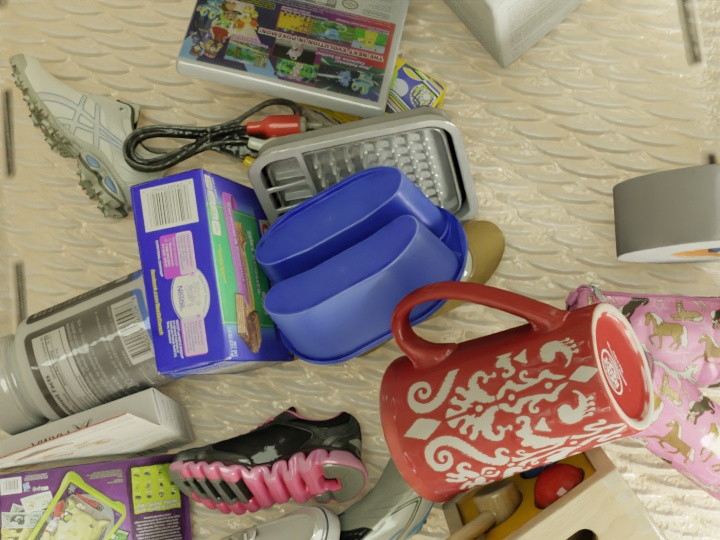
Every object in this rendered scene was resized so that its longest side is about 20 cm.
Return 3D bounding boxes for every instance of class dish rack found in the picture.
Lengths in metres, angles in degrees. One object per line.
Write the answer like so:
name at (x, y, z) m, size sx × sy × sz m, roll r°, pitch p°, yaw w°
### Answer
dish rack at (0.005, -0.088, 1.190) m, size 0.199 × 0.172 × 0.044 m, roll -11°, pitch 55°, yaw 8°

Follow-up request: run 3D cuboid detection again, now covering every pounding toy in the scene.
pounding toy at (0.143, 0.230, 1.102) m, size 0.200 × 0.184 × 0.142 m, roll -36°, pitch 101°, yaw 4°

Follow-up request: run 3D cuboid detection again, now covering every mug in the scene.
mug at (0.121, 0.096, 1.046) m, size 0.199 × 0.178 × 0.134 m, roll -21°, pitch 42°, yaw 31°

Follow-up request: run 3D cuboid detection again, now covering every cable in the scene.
cable at (-0.132, -0.133, 1.241) m, size 0.199 × 0.050 × 0.098 m, roll 7°, pitch 83°, yaw -10°

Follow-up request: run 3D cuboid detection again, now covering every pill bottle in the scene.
pill bottle at (-0.266, 0.082, 1.229) m, size 0.199 × 0.114 × 0.114 m, roll -22°, pitch 82°, yaw 6°

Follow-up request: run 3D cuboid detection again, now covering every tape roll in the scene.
tape roll at (0.325, -0.048, 1.109) m, size 0.199 × 0.200 × 0.067 m, roll -4°, pitch 84°, yaw 8°

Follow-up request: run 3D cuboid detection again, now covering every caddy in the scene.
caddy at (0.000, 0.000, 1.146) m, size 0.199 × 0.105 × 0.142 m, roll -28°, pitch 45°, yaw 14°

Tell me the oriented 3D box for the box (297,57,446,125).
box at (-0.020, -0.191, 1.231) m, size 0.199 × 0.064 × 0.070 m, roll 31°, pitch 63°, yaw 10°

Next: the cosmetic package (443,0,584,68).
cosmetic package at (0.139, -0.322, 1.161) m, size 0.167 × 0.200 × 0.167 m, roll -39°, pitch 81°, yaw 2°

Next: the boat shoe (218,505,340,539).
boat shoe at (-0.112, 0.278, 1.191) m, size 0.199 × 0.066 × 0.072 m, roll -29°, pitch 50°, yaw 20°

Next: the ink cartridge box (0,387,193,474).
ink cartridge box at (-0.280, 0.162, 1.191) m, size 0.199 × 0.176 × 0.045 m, roll -19°, pitch 71°, yaw 6°

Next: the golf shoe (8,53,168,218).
golf shoe at (-0.275, -0.152, 1.283) m, size 0.097 × 0.078 × 0.200 m, roll -38°, pitch 86°, yaw -14°

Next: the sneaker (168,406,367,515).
sneaker at (-0.087, 0.178, 1.221) m, size 0.199 × 0.079 × 0.096 m, roll -5°, pitch 46°, yaw 11°

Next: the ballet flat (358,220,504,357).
ballet flat at (0.056, 0.020, 1.212) m, size 0.200 × 0.063 × 0.069 m, roll -37°, pitch 79°, yaw 3°

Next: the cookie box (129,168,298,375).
cookie box at (-0.130, 0.007, 1.169) m, size 0.075 × 0.200 × 0.172 m, roll -11°, pitch 84°, yaw 13°

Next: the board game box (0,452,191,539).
board game box at (-0.251, 0.242, 1.187) m, size 0.032 × 0.199 × 0.121 m, roll -17°, pitch 77°, yaw 48°

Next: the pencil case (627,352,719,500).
pencil case at (0.304, 0.153, 1.118) m, size 0.199 × 0.087 × 0.083 m, roll 33°, pitch 123°, yaw -11°

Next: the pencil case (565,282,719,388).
pencil case at (0.288, 0.062, 1.167) m, size 0.199 × 0.087 × 0.083 m, roll 4°, pitch 54°, yaw 8°

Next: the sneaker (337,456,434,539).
sneaker at (0.017, 0.246, 1.200) m, size 0.072 × 0.072 × 0.200 m, roll 37°, pitch 103°, yaw -31°

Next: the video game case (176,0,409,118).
video game case at (-0.058, -0.242, 1.205) m, size 0.199 × 0.023 × 0.183 m, roll 13°, pitch 61°, yaw -1°
